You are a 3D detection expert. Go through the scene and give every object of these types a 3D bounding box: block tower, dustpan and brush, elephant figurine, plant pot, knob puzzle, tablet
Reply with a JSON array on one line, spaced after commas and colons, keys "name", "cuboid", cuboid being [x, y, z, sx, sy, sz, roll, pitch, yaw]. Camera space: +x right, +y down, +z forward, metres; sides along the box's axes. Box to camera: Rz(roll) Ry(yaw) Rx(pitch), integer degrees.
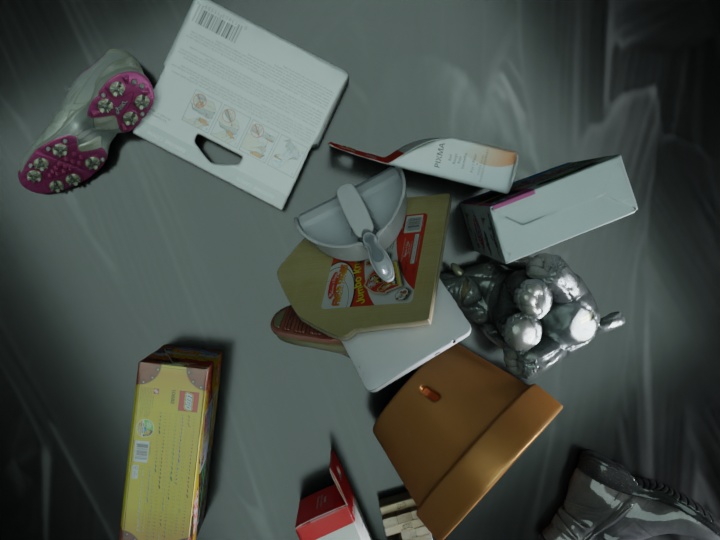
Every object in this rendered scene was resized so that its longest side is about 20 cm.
[{"name": "block tower", "cuboid": [0.069, 0.366, 1.180, 0.057, 0.054, 0.203, -15, 92, -1]}, {"name": "dustpan and brush", "cuboid": [0.006, -0.043, 1.102, 0.138, 0.058, 0.201, -27, 48, 1]}, {"name": "elephant figurine", "cuboid": [0.163, 0.030, 1.148, 0.141, 0.199, 0.156, -44, 119, -15]}, {"name": "plant pot", "cuboid": [0.108, 0.176, 1.118, 0.140, 0.200, 0.200, 44, 90, 14]}, {"name": "knob puzzle", "cuboid": [0.000, 0.000, 1.132, 0.217, 0.221, 0.031, -30, 135, 0]}, {"name": "tablet", "cuboid": [0.028, 0.034, 1.120, 0.129, 0.201, 0.014, -30, 136, 0]}]

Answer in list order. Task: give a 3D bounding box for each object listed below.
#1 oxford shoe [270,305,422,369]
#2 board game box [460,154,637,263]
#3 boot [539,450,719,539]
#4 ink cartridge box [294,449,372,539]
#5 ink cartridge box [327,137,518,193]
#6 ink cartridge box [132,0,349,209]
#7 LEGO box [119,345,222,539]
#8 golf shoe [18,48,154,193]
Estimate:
[{"name": "oxford shoe", "cuboid": [-0.008, 0.084, 1.163, 0.196, 0.071, 0.075, 7, 130, 14]}, {"name": "board game box", "cuboid": [0.197, -0.068, 1.098, 0.145, 0.200, 0.065, -20, 94, -1]}, {"name": "boot", "cuboid": [0.320, 0.310, 1.187, 0.197, 0.070, 0.133, 25, 94, 9]}, {"name": "ink cartridge box", "cuboid": [-0.020, 0.317, 1.145, 0.066, 0.116, 0.203, -23, 92, 0]}, {"name": "ink cartridge box", "cuboid": [0.065, -0.135, 1.112, 0.197, 0.162, 0.051, 16, 98, -3]}, {"name": "ink cartridge box", "cuboid": [-0.136, -0.191, 1.163, 0.198, 0.044, 0.176, 27, 91, -2]}, {"name": "LEGO box", "cuboid": [-0.207, 0.194, 1.119, 0.076, 0.149, 0.204, 7, 92, -2]}, {"name": "golf shoe", "cuboid": [-0.316, -0.170, 1.152, 0.199, 0.075, 0.092, -38, 49, 15]}]
